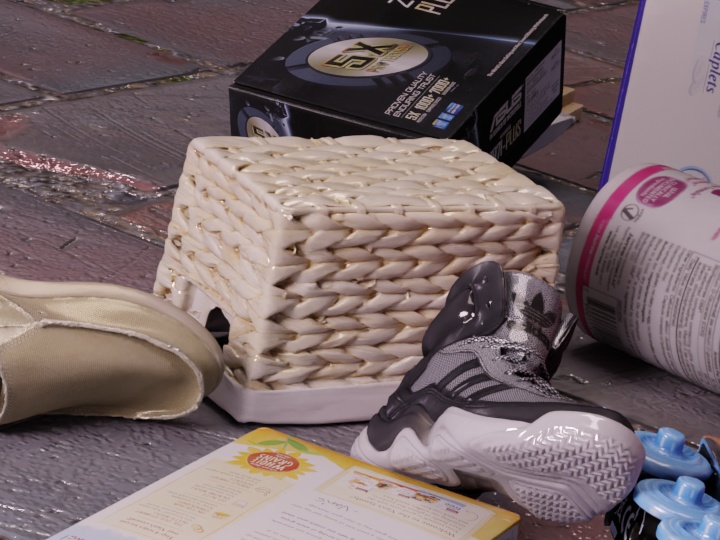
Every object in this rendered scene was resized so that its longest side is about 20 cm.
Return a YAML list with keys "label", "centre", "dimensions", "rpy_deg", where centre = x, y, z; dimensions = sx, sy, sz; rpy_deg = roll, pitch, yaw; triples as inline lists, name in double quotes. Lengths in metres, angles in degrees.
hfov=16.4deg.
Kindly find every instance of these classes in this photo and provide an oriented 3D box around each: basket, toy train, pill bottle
- label: "basket"
  centre: [0.000, 0.000, 1.375]
  dimensions: [0.199, 0.124, 0.135]
  rpy_deg: [-1, 21, -31]
- label: "toy train"
  centre: [0.166, 0.138, 1.110]
  dimensions: [0.114, 0.087, 0.200]
  rpy_deg: [16, 15, -8]
- label: "pill bottle"
  centre: [0.227, 0.019, 1.449]
  dimensions: [0.199, 0.114, 0.113]
  rpy_deg: [24, 23, 38]

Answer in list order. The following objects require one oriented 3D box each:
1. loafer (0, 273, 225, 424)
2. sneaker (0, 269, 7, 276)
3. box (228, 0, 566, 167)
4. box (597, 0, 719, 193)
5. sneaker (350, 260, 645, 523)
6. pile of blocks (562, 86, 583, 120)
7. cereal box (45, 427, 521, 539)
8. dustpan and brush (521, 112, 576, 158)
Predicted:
- label: "loafer"
  centre: [-0.166, 0.045, 1.246]
  dimensions: [0.199, 0.076, 0.069]
  rpy_deg: [12, 47, -12]
- label: "sneaker"
  centre: [-0.280, 0.018, 1.292]
  dimensions: [0.199, 0.078, 0.085]
  rpy_deg: [6, 5, -32]
- label: "box"
  centre: [0.028, -0.118, 1.717]
  dimensions: [0.163, 0.087, 0.200]
  rpy_deg: [17, 39, 23]
- label: "box"
  centre: [0.248, -0.127, 1.790]
  dimensions: [0.104, 0.185, 0.200]
  rpy_deg: [14, 18, 12]
- label: "sneaker"
  centre: [0.074, 0.052, 1.169]
  dimensions: [0.075, 0.114, 0.200]
  rpy_deg: [34, -21, -23]
- label: "pile of blocks"
  centre: [0.104, -0.147, 1.980]
  dimensions: [0.199, 0.063, 0.082]
  rpy_deg: [-8, 24, -42]
- label: "cereal box"
  centre: [-0.034, 0.130, 1.096]
  dimensions: [0.143, 0.040, 0.200]
  rpy_deg: [18, 20, 24]
- label: "dustpan and brush"
  centre: [0.046, -0.099, 1.799]
  dimensions: [0.139, 0.057, 0.200]
  rpy_deg: [23, 48, 32]
